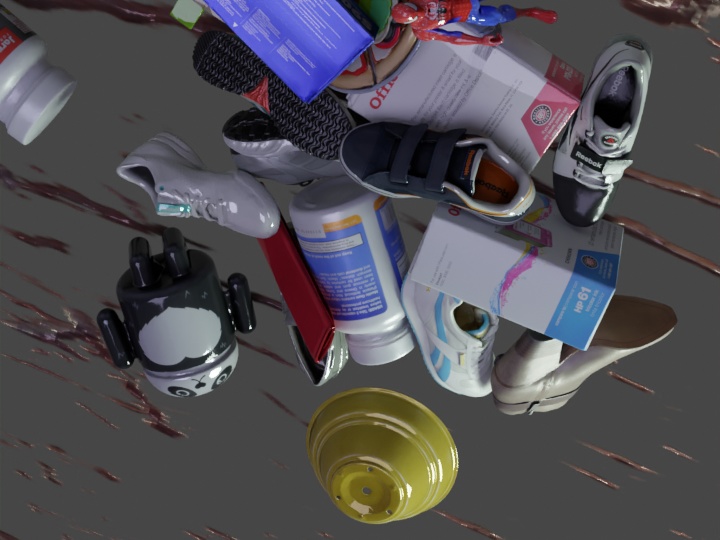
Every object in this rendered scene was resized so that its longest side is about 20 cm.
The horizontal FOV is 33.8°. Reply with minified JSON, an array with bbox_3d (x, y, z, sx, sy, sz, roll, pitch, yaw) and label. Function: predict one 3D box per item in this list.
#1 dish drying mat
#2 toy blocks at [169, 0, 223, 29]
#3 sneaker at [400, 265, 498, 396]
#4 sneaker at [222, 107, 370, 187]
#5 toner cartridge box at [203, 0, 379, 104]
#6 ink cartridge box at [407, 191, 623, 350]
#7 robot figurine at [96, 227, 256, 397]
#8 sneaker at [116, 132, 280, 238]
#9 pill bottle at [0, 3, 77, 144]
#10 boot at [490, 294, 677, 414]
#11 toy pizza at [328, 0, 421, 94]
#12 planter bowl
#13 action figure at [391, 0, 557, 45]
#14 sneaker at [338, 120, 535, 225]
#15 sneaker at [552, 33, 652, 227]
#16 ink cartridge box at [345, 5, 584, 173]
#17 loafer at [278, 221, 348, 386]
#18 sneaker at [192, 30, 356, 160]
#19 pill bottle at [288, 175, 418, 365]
[{"bbox_3d":[-0.078,0.000,1.320,0.201,0.018,0.077,62,151,25],"label":"dish drying mat"},{"bbox_3d":[-0.101,-0.335,1.161,0.100,0.137,0.200,34,117,-9],"label":"toy blocks"},{"bbox_3d":[0.115,0.076,1.322,0.080,0.077,0.200,12,146,40],"label":"sneaker"},{"bbox_3d":[-0.050,-0.130,1.299,0.199,0.074,0.080,6,136,15],"label":"sneaker"},{"bbox_3d":[-0.085,-0.260,1.095,0.095,0.043,0.200,-39,106,23],"label":"toner cartridge box"},{"bbox_3d":[0.165,-0.019,1.243,0.199,0.145,0.085,21,122,4],"label":"ink cartridge box"},{"bbox_3d":[-0.217,0.054,1.409,0.149,0.125,0.201,2,119,30],"label":"robot figurine"},{"bbox_3d":[-0.183,-0.080,1.314,0.199,0.088,0.076,28,131,24],"label":"sneaker"},{"bbox_3d":[-0.421,-0.241,1.315,0.200,0.116,0.116,40,121,-7],"label":"pill bottle"},{"bbox_3d":[0.242,0.101,1.330,0.199,0.071,0.147,-5,142,-11],"label":"boot"},{"bbox_3d":[-0.010,-0.275,1.162,0.199,0.032,0.202,6,99,43],"label":"toy pizza"},{"bbox_3d":[0.016,0.251,1.474,0.199,0.084,0.202,7,120,13],"label":"planter bowl"},{"bbox_3d":[0.122,-0.243,1.089,0.099,0.199,0.066,24,122,50],"label":"action figure"},{"bbox_3d":[0.076,-0.104,1.154,0.199,0.079,0.079,16,80,1],"label":"sneaker"},{"bbox_3d":[0.237,-0.130,1.179,0.074,0.089,0.201,13,113,6],"label":"sneaker"},{"bbox_3d":[0.106,-0.184,1.207,0.199,0.085,0.146,32,122,-4],"label":"ink cartridge box"},{"bbox_3d":[-0.059,0.041,1.386,0.069,0.070,0.201,-6,115,23],"label":"loafer"},{"bbox_3d":[-0.077,-0.191,1.250,0.199,0.093,0.071,34,111,6],"label":"sneaker"},{"bbox_3d":[0.000,0.000,1.323,0.111,0.112,0.201,-8,115,20],"label":"pill bottle"}]
